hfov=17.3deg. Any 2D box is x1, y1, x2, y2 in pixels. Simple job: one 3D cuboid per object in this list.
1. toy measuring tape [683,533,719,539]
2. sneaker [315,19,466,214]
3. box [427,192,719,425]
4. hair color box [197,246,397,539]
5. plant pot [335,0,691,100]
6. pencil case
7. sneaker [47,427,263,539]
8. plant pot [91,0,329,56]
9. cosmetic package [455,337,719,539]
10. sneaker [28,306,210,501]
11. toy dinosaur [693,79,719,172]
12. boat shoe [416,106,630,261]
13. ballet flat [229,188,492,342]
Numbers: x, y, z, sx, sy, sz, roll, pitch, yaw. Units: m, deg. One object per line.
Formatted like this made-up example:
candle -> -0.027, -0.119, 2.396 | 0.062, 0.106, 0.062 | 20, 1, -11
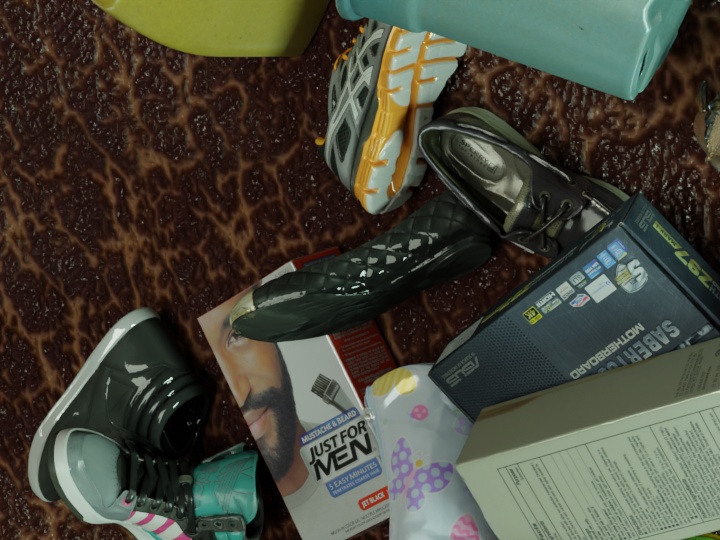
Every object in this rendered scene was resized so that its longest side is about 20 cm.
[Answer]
toy measuring tape -> 0.241, 0.187, 1.562 | 0.074, 0.074, 0.200 | 45, 139, 19
sneaker -> 0.017, -0.141, 1.662 | 0.077, 0.078, 0.200 | 36, 119, 35
box -> 0.166, 0.065, 1.588 | 0.158, 0.051, 0.200 | 46, 126, -7
hair color box -> -0.027, 0.097, 1.758 | 0.111, 0.064, 0.200 | -31, 81, 37
plant pot -> 0.115, -0.213, 1.496 | 0.196, 0.200, 0.201 | 25, 116, 12
pencil case -> 0.054, 0.164, 1.652 | 0.083, 0.091, 0.200 | 130, 139, -57
sneaker -> -0.137, 0.165, 1.794 | 0.121, 0.200, 0.084 | -17, 57, 25
plant pot -> -0.132, -0.268, 1.659 | 0.195, 0.200, 0.194 | 40, 121, 23
cosmetic package -> 0.175, 0.122, 1.541 | 0.200, 0.071, 0.105 | -17, 114, 30
sneaker -> -0.191, 0.134, 1.879 | 0.099, 0.071, 0.200 | 47, 120, 24
toy dinosaur -> 0.289, -0.091, 1.473 | 0.200, 0.086, 0.136 | -30, 76, 31
boat shoe -> 0.120, -0.044, 1.614 | 0.200, 0.065, 0.072 | 39, 118, 21
ballet flat -> 0.000, 0.000, 1.683 | 0.200, 0.066, 0.057 | -22, 59, 5
